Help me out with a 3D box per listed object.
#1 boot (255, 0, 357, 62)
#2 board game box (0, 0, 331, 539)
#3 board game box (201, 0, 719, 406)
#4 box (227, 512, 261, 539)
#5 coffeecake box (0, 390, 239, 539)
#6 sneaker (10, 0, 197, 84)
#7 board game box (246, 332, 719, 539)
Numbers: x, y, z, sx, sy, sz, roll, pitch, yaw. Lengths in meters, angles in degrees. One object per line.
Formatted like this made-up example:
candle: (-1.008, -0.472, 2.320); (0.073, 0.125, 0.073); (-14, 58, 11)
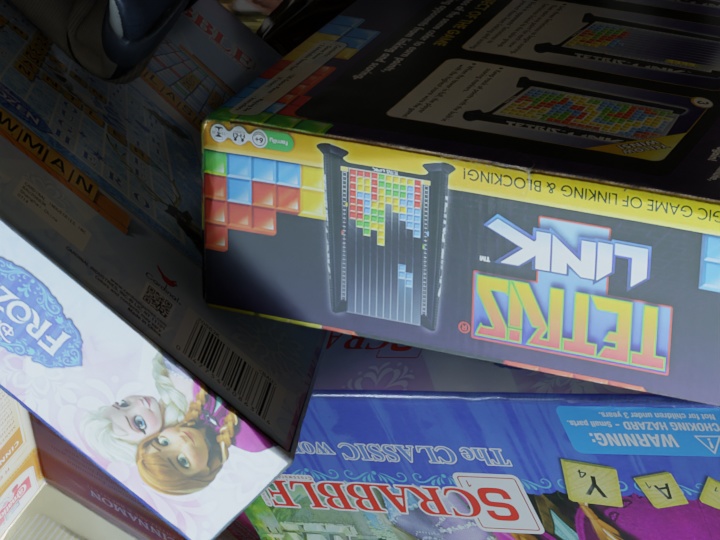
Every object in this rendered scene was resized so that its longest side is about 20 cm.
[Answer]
boot: (0.000, 0.000, 0.906); (0.200, 0.186, 0.064); (38, -168, -35)
board game box: (-0.089, -0.046, 0.735); (0.200, 0.200, 0.041); (41, 114, -10)
board game box: (0.072, -0.037, 0.721); (0.164, 0.200, 0.057); (12, 117, 20)
box: (-0.042, 0.025, 1.018); (0.095, 0.100, 0.200); (-5, 143, 41)
coffeecake box: (-0.102, 0.105, 1.116); (0.153, 0.073, 0.200); (35, -169, -24)
sneaker: (-0.007, -0.103, 0.714); (0.201, 0.147, 0.077); (19, 151, 2)
board game box: (0.070, 0.094, 0.817); (0.199, 0.041, 0.200); (-1, 133, 35)
